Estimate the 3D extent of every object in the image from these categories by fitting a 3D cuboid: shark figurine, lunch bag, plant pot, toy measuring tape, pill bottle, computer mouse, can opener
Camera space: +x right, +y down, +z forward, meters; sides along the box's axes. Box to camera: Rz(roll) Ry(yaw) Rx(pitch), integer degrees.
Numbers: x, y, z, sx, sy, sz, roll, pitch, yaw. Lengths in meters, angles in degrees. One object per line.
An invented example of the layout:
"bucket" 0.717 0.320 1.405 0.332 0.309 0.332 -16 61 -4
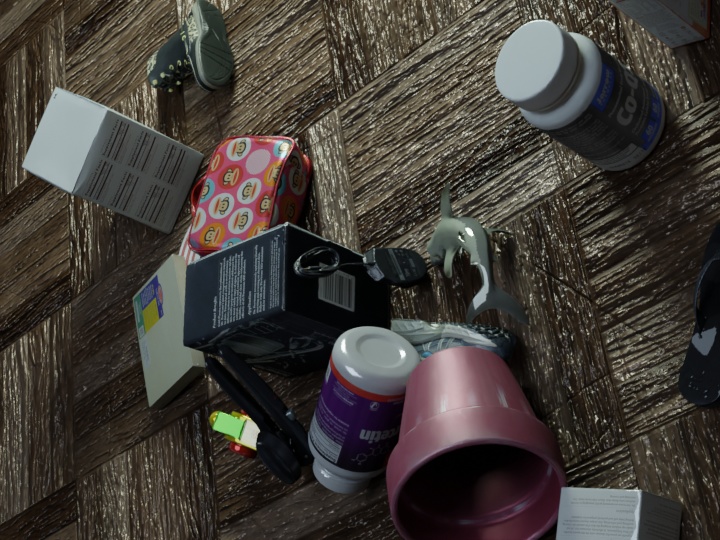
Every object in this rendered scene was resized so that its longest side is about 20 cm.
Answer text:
"shark figurine" 0.151 -0.027 1.623 0.215 0.088 0.130 -127 41 -61
"lunch bag" -0.174 -0.100 1.956 0.174 0.082 0.202 4 66 30
"plant pot" 0.122 0.192 1.493 0.200 0.199 0.180 -41 32 26
"toy measuring tape" -0.119 0.233 1.821 0.198 0.073 0.074 17 85 25
"pill bottle" 0.248 -0.198 1.507 0.113 0.199 0.115 -20 60 39
"pill bottle" 0.000 0.176 1.636 0.113 0.111 0.202 55 139 43
"computer mouse" 0.000 0.000 1.689 0.034 0.198 0.059 -54 46 43
"can opener" -0.126 0.179 1.727 0.063 0.201 0.079 -32 7 12

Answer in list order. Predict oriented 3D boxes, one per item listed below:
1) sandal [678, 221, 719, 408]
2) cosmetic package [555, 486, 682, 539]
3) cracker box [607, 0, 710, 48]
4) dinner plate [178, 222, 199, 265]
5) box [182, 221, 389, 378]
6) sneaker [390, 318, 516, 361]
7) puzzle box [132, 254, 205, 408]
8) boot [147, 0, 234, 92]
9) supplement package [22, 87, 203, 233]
"sandal" 0.377 0.041 1.388 0.076 0.043 0.202 2 75 46
"cosmetic package" 0.256 0.329 1.359 0.107 0.084 0.202 -5 70 45
"cracker box" 0.322 -0.354 1.498 0.057 0.199 0.136 -9 66 43
"dinner plate" -0.211 -0.020 2.036 0.199 0.024 0.202 -21 59 40
"box" -0.097 0.046 1.758 0.195 0.199 0.125 -18 62 40
"sneaker" 0.114 0.107 1.623 0.199 0.077 0.087 1 85 53
"puzzle box" -0.297 0.093 2.052 0.133 0.025 0.202 -42 50 39
"boot" -0.286 -0.337 2.215 0.153 0.073 0.205 -40 42 30
"supplement package" -0.404 -0.179 2.172 0.191 0.199 0.148 25 91 48
